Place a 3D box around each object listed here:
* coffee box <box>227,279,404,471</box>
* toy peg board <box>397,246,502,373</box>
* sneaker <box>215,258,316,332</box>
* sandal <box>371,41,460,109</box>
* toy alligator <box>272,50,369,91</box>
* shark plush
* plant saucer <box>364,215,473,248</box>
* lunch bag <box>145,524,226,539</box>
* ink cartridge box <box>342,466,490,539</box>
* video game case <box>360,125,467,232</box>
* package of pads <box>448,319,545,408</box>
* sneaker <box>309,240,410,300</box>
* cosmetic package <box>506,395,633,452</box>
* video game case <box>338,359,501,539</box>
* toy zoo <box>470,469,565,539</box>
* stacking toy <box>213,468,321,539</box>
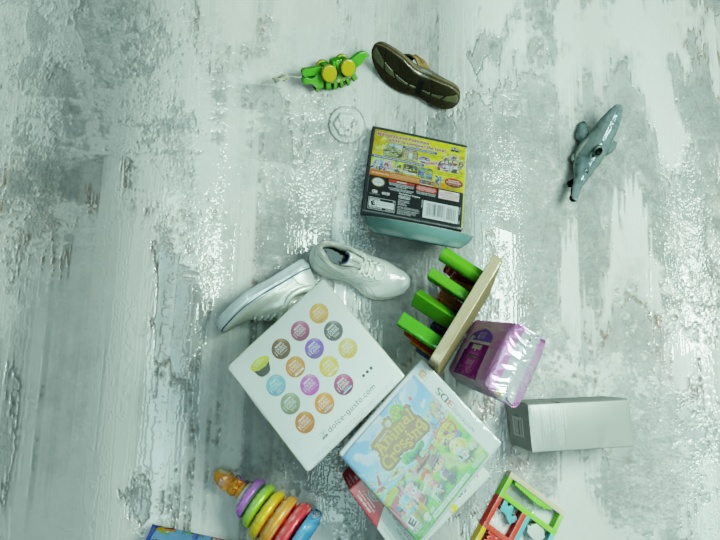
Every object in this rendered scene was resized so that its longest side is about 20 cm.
[{"bbox_3d":[-0.069,0.174,0.917,0.199,0.201,0.199,-41,79,-11],"label":"coffee box"},{"bbox_3d":[0.148,0.070,0.982,0.096,0.200,0.203,32,79,15],"label":"toy peg board"},{"bbox_3d":[-0.163,0.060,0.996,0.197,0.073,0.072,-34,83,-11],"label":"sneaker"},{"bbox_3d":[0.111,-0.387,1.095,0.195,0.082,0.056,24,63,-1],"label":"sandal"},{"bbox_3d":[-0.071,-0.372,1.083,0.194,0.060,0.056,-20,125,-9],"label":"toy alligator"},{"bbox_3d":[0.452,-0.234,1.110,0.090,0.083,0.201,41,79,0],"label":"shark plush"},{"bbox_3d":[0.100,-0.065,0.987,0.193,0.200,0.028,10,94,-5],"label":"plant saucer"},{"bbox_3d":[-0.302,0.546,0.913,0.146,0.094,0.207,14,92,-6],"label":"lunch bag"},{"bbox_3d":[0.090,0.346,0.950,0.199,0.145,0.146,-39,86,-12],"label":"ink cartridge box"},{"bbox_3d":[0.105,-0.174,1.070,0.193,0.026,0.187,10,69,-5],"label":"video game case"},{"bbox_3d":[0.231,0.154,0.968,0.074,0.200,0.123,31,83,-6],"label":"package of pads"},{"bbox_3d":[0.000,0.000,1.019,0.194,0.087,0.077,17,78,-6],"label":"sneaker"},{"bbox_3d":[0.377,0.276,1.016,0.193,0.107,0.094,-3,81,-9],"label":"cosmetic package"},{"bbox_3d":[0.094,0.278,0.877,0.182,0.022,0.200,44,78,8],"label":"video game case"},{"bbox_3d":[0.273,0.490,1.015,0.130,0.020,0.203,34,79,-1],"label":"toy zoo"},{"bbox_3d":[-0.170,0.399,0.944,0.197,0.116,0.111,35,84,13],"label":"stacking toy"}]
